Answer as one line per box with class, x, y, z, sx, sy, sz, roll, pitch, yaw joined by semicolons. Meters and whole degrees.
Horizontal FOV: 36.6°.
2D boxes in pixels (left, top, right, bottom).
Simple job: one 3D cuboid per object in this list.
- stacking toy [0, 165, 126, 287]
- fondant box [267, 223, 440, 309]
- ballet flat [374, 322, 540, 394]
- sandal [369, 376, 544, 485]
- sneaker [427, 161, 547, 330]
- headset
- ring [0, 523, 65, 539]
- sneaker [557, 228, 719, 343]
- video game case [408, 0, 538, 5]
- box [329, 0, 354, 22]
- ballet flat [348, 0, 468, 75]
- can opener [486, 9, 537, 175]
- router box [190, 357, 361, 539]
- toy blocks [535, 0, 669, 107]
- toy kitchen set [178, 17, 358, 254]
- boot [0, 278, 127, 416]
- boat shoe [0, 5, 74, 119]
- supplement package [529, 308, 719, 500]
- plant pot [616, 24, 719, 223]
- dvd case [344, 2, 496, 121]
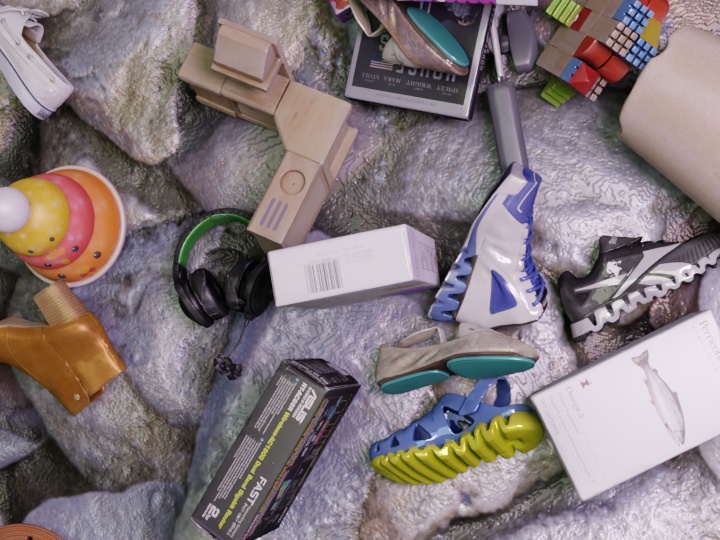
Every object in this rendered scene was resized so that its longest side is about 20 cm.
stacking toy;-0.368;-0.057;1.234;0.144;0.200;0.148;-1;87;13
fondant box;0.000;0.000;1.148;0.142;0.200;0.059;-11;86;11
ballet flat;0.097;0.086;1.168;0.198;0.067;0.063;-14;62;30
sandal;0.101;0.173;1.188;0.198;0.080;0.088;-20;53;15
sneaker;0.162;-0.009;1.168;0.114;0.081;0.201;27;116;3
headset;-0.156;0.023;1.236;0.122;0.094;0.203;-12;73;12
ring;-0.405;0.406;1.309;0.198;0.019;0.203;-1;87;14
sneaker;0.295;-0.007;1.150;0.199;0.066;0.091;-30;83;12
video game case;0.107;-0.357;1.137;0.179;0.036;0.202;4;54;13
box;0.034;-0.394;1.245;0.198;0.039;0.138;-27;82;10
ballet flat;0.040;-0.264;1.165;0.067;0.068;0.201;-47;67;30
can opener;0.167;-0.190;1.196;0.066;0.053;0.203;-6;86;11
router box;-0.088;0.194;1.182;0.062;0.150;0.201;31;93;13
toy blocks;0.263;-0.251;1.120;0.099;0.137;0.201;29;103;-20
toy kitchen set;-0.133;-0.147;1.185;0.198;0.163;0.182;23;77;13
boot;-0.383;0.115;1.298;0.200;0.071;0.145;-31;93;21
boat shoe;-0.412;-0.289;1.322;0.086;0.075;0.203;-36;82;9
supplement package;0.287;0.136;1.115;0.198;0.117;0.118;-28;81;6
plant pot;0.366;-0.144;1.086;0.183;0.200;0.201;37;95;19
dvd case;0.071;-0.276;1.193;0.149;0.025;0.203;13;92;20
